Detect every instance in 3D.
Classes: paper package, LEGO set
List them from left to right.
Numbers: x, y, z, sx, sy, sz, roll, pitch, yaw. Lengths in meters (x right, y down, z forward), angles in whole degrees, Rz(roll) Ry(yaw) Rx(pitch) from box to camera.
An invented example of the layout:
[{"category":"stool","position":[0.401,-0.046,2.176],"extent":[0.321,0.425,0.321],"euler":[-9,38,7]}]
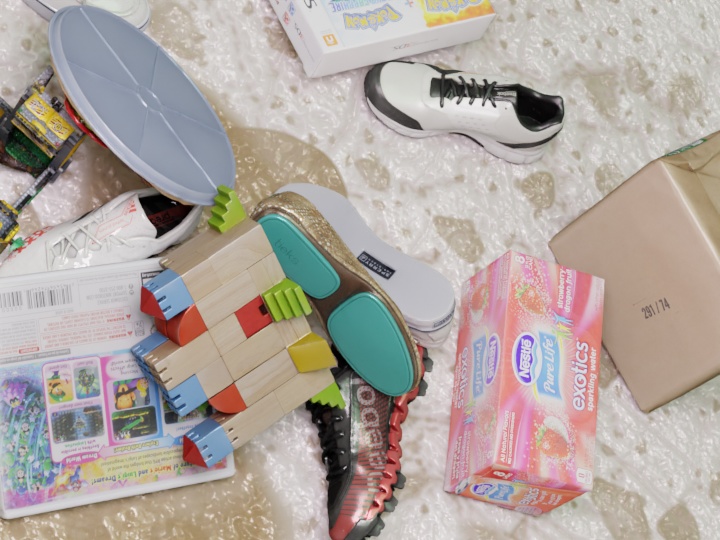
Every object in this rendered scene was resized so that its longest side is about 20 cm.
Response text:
[{"category":"LEGO set","position":[-0.303,-0.120,1.513],"extent":[0.200,0.116,0.154],"euler":[49,54,0]},{"category":"paper package","position":[0.291,0.001,1.727],"extent":[0.103,0.200,0.192],"euler":[-25,82,-33]}]

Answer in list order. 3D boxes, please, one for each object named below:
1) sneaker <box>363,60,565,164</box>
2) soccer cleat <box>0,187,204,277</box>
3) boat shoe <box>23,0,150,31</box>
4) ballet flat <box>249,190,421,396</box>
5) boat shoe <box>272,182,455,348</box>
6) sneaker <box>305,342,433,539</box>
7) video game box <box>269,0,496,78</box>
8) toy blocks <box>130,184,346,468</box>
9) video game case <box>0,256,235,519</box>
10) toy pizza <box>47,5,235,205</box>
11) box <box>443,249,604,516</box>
[{"category":"sneaker","position":[0.099,-0.159,1.765],"extent":[0.198,0.080,0.074],"euler":[11,67,-21]},{"category":"soccer cleat","position":[-0.207,-0.024,1.546],"extent":[0.199,0.085,0.069],"euler":[-27,84,-33]},{"category":"boat shoe","position":[-0.258,-0.271,1.620],"extent":[0.201,0.086,0.075],"euler":[33,58,-11]},{"category":"ballet flat","position":[-0.012,0.012,1.557],"extent":[0.201,0.070,0.065],"euler":[53,28,-17]},{"category":"boat shoe","position":[0.000,0.000,1.647],"extent":[0.199,0.070,0.071],"euler":[33,62,22]},{"category":"sneaker","position":[-0.007,0.136,1.594],"extent":[0.097,0.071,0.202],"euler":[24,59,-17]},{"category":"video game box","position":[0.001,-0.278,1.766],"extent":[0.199,0.047,0.183],"euler":[-17,71,-32]},{"category":"toy blocks","position":[-0.113,0.057,1.500],"extent":[0.136,0.100,0.201],"euler":[-33,116,-17]},{"category":"video game case","position":[-0.199,0.087,1.509],"extent":[0.198,0.024,0.184],"euler":[-8,94,-30]},{"category":"toy pizza","position":[-0.178,-0.127,1.533],"extent":[0.200,0.032,0.201],"euler":[41,24,-22]},{"category":"box","position":[0.143,0.098,1.671],"extent":[0.102,0.095,0.202],"euler":[17,63,-19]}]
